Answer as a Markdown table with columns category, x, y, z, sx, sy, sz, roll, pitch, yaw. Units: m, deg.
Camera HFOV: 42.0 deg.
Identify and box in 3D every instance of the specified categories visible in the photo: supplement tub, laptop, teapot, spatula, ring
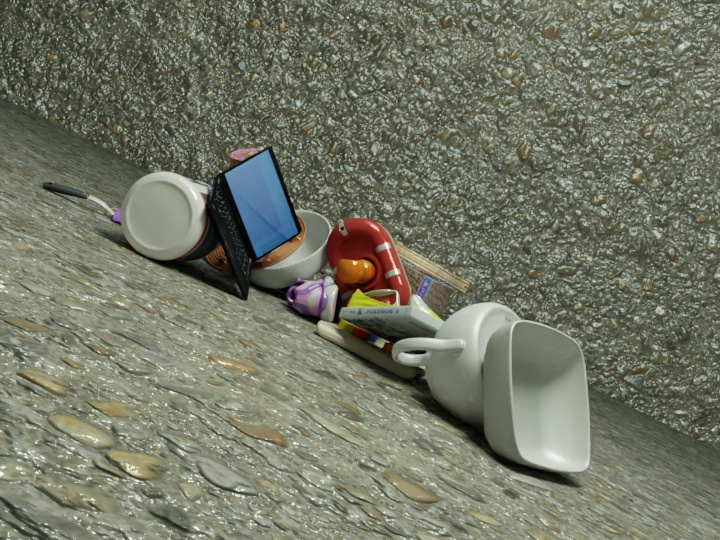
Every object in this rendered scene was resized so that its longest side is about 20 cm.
| category | x | y | z | sx | sy | sz | roll | pitch | yaw |
| --- | --- | --- | --- | --- | --- | --- | --- | --- | --- |
| supplement tub | -0.303 | -0.086 | 1.563 | 0.140 | 0.141 | 0.200 | 26 | 3 | 7 |
| laptop | -0.173 | -0.083 | 1.575 | 0.200 | 0.103 | 0.178 | -96 | 168 | -62 |
| teapot | 0.162 | 0.147 | 1.399 | 0.146 | 0.201 | 0.197 | -18 | 13 | 39 |
| spatula | -0.488 | -0.126 | 1.729 | 0.199 | 0.021 | 0.057 | 22 | 29 | -9 |
| ring | -0.202 | -0.063 | 1.796 | 0.200 | 0.200 | 0.019 | 29 | -36 | 44 |

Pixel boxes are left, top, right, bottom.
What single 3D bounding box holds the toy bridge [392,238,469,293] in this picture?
| category | x | y | z | sx | sy | sz | roll | pitch | yaw |
| --- | --- | --- | --- | --- | --- | --- | --- | --- | --- |
| toy bridge | 0.134 | -0.005 | 1.796 | 0.199 | 0.027 | 0.067 | 29 | 1 | -31 |

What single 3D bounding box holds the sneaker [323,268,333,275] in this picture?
| category | x | y | z | sx | sy | sz | roll | pitch | yaw |
| --- | --- | --- | --- | --- | --- | --- | --- | --- | --- |
| sneaker | -0.031 | 0.048 | 2.071 | 0.113 | 0.076 | 0.200 | 22 | 0 | -27 |

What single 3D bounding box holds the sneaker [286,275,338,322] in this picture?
| category | x | y | z | sx | sy | sz | roll | pitch | yaw |
| --- | --- | --- | --- | --- | --- | --- | --- | --- | --- |
| sneaker | -0.093 | 0.046 | 1.726 | 0.088 | 0.081 | 0.200 | 6 | 2 | -6 |

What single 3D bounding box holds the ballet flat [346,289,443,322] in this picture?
| category | x | y | z | sx | sy | sz | roll | pitch | yaw |
| --- | --- | --- | --- | --- | --- | --- | --- | --- | --- |
| ballet flat | 0.069 | 0.070 | 1.606 | 0.199 | 0.067 | 0.067 | 10 | -18 | 23 |

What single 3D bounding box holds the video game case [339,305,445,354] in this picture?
| category | x | y | z | sx | sy | sz | roll | pitch | yaw |
| --- | --- | --- | --- | --- | --- | --- | --- | --- | --- |
| video game case | 0.094 | 0.102 | 1.530 | 0.199 | 0.022 | 0.182 | 27 | -19 | -34 |

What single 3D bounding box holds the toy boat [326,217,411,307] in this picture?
| category | x | y | z | sx | sy | sz | roll | pitch | yaw |
| --- | --- | --- | --- | --- | --- | --- | --- | --- | --- |
| toy boat | 0.000 | 0.000 | 1.698 | 0.131 | 0.130 | 0.201 | 14 | 52 | -63 |

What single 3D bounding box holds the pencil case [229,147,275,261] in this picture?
| category | x | y | z | sx | sy | sz | roll | pitch | yaw |
| --- | --- | --- | --- | --- | --- | --- | --- | --- | --- |
| pencil case | -0.196 | -0.118 | 1.679 | 0.082 | 0.201 | 0.087 | 11 | 22 | 16 |

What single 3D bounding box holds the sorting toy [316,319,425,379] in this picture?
| category | x | y | z | sx | sy | sz | roll | pitch | yaw |
| --- | --- | --- | --- | --- | --- | --- | --- | --- | --- |
| sorting toy | 0.028 | 0.128 | 1.617 | 0.184 | 0.037 | 0.200 | 27 | 3 | 11 |

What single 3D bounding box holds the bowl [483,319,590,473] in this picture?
| category | x | y | z | sx | sy | sz | roll | pitch | yaw |
| --- | --- | --- | --- | --- | --- | --- | --- | --- | --- |
| bowl | 0.238 | 0.180 | 1.302 | 0.074 | 0.201 | 0.199 | -16 | -25 | 42 |

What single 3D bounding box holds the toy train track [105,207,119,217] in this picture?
| category | x | y | z | sx | sy | sz | roll | pitch | yaw |
| --- | --- | --- | --- | --- | --- | --- | --- | --- | --- |
| toy train track | -0.387 | -0.081 | 1.793 | 0.199 | 0.033 | 0.115 | 24 | 4 | -16 |

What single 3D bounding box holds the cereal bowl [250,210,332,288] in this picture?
| category | x | y | z | sx | sy | sz | roll | pitch | yaw |
| --- | --- | --- | --- | --- | --- | --- | --- | --- | --- |
| cereal bowl | -0.145 | -0.030 | 1.817 | 0.200 | 0.200 | 0.084 | 28 | -37 | 43 |

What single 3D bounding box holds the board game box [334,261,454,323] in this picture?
| category | x | y | z | sx | sy | sz | roll | pitch | yaw |
| --- | --- | --- | --- | --- | --- | --- | --- | --- | --- |
| board game box | 0.050 | 0.059 | 1.800 | 0.199 | 0.160 | 0.097 | 27 | 4 | 33 |

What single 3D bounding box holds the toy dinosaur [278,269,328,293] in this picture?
| category | x | y | z | sx | sy | sz | roll | pitch | yaw |
| --- | --- | --- | --- | --- | --- | --- | --- | --- | --- |
| toy dinosaur | -0.106 | 0.023 | 1.892 | 0.200 | 0.077 | 0.103 | -3 | 60 | -56 |
